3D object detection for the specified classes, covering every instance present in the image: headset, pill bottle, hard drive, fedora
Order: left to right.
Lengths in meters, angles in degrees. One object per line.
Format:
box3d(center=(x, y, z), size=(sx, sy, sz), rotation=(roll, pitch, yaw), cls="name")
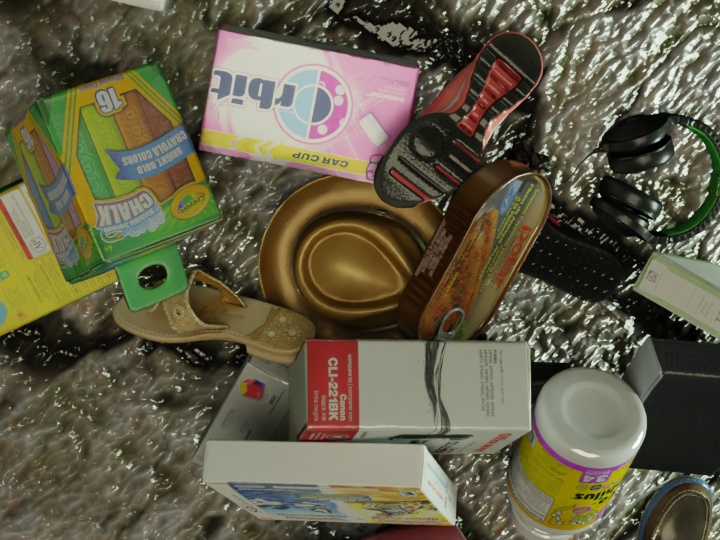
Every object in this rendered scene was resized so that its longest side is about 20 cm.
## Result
box3d(center=(0.000, 0.000, 1.397), size=(0.200, 0.082, 0.201), rotation=(0, 94, 2), cls="fedora")
box3d(center=(0.199, 0.186, 1.415), size=(0.104, 0.104, 0.200), rotation=(9, 142, -2), cls="pill bottle")
box3d(center=(0.251, -0.093, 1.405), size=(0.200, 0.094, 0.124), rotation=(5, 102, -17), cls="headset")
box3d(center=(0.311, 0.136, 1.413), size=(0.135, 0.042, 0.200), rotation=(6, 145, -2), cls="hard drive")

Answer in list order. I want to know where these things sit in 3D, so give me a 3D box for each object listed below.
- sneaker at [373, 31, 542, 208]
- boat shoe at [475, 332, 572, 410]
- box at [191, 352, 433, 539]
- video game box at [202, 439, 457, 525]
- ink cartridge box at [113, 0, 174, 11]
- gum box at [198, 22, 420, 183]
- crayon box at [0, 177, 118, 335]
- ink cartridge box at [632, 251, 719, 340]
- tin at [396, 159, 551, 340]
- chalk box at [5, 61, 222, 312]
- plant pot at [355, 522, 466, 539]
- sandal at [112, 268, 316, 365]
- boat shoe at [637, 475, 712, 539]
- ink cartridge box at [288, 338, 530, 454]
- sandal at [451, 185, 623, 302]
box3d(center=(0.089, -0.129, 1.355), size=(0.074, 0.087, 0.200), rotation=(44, 80, -4), cls="sneaker")
box3d(center=(0.112, 0.100, 1.445), size=(0.200, 0.075, 0.073), rotation=(-4, 106, 0), cls="boat shoe")
box3d(center=(-0.047, 0.173, 1.453), size=(0.200, 0.041, 0.156), rotation=(26, 127, -7), cls="box")
box3d(center=(-0.023, 0.197, 1.354), size=(0.200, 0.182, 0.047), rotation=(0, 73, 14), cls="video game box")
box3d(center=(-0.254, -0.337, 1.343), size=(0.200, 0.047, 0.160), rotation=(14, 106, 2), cls="ink cartridge box")
box3d(center=(-0.042, -0.154, 1.377), size=(0.200, 0.066, 0.114), rotation=(10, 104, -3), cls="gum box")
box3d(center=(-0.343, -0.011, 1.425), size=(0.200, 0.051, 0.127), rotation=(-24, 104, 6), cls="crayon box")
box3d(center=(0.366, 0.049, 1.348), size=(0.200, 0.145, 0.048), rotation=(34, 104, 31), cls="ink cartridge box")
box3d(center=(0.103, -0.010, 1.352), size=(0.112, 0.042, 0.200), rotation=(9, 114, -48), cls="tin")
box3d(center=(-0.216, -0.065, 1.332), size=(0.124, 0.124, 0.200), rotation=(-24, 92, -29), cls="chalk box")
box3d(center=(0.036, 0.333, 1.433), size=(0.179, 0.200, 0.200), rotation=(-30, 104, -8), cls="plant pot")
box3d(center=(-0.141, 0.028, 1.393), size=(0.212, 0.078, 0.070), rotation=(13, 136, 19), cls="sandal")
box3d(center=(0.314, 0.305, 1.491), size=(0.072, 0.072, 0.200), rotation=(10, 112, -6), cls="boat shoe")
box3d(center=(0.041, 0.116, 1.326), size=(0.200, 0.144, 0.084), rotation=(0, 75, -9), cls="ink cartridge box")
box3d(center=(0.165, -0.030, 1.430), size=(0.200, 0.045, 0.075), rotation=(28, 110, -22), cls="sandal")
